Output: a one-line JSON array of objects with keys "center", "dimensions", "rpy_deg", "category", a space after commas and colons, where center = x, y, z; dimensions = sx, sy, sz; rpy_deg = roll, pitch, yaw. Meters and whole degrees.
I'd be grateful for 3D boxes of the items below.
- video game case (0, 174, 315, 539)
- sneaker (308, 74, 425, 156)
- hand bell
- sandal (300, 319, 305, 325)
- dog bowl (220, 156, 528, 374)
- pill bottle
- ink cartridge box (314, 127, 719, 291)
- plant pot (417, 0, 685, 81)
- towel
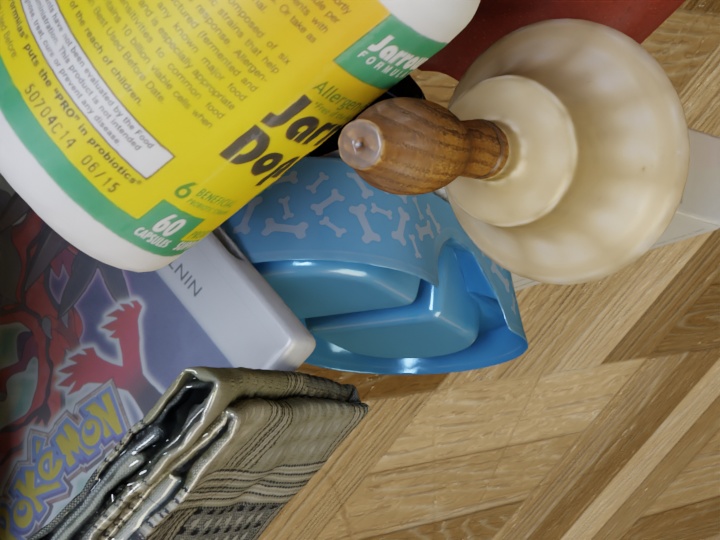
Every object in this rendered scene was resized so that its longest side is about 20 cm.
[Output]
[{"center": [-0.138, 0.037, 0.950], "dimensions": [0.200, 0.182, 0.023], "rpy_deg": [-48, 155, 15], "category": "video game case"}, {"center": [-0.020, -0.086, 1.060], "dimensions": [0.070, 0.078, 0.200], "rpy_deg": [-48, 158, 15], "category": "sneaker"}, {"center": [0.040, -0.041, 0.820], "dimensions": [0.104, 0.104, 0.200], "rpy_deg": [-50, 164, 18], "category": "hand bell"}, {"center": [-0.031, -0.023, 1.142], "dimensions": [0.081, 0.055, 0.200], "rpy_deg": [-18, -161, 38], "category": "sandal"}, {"center": [0.000, 0.000, 1.011], "dimensions": [0.111, 0.050, 0.200], "rpy_deg": [-7, 163, 26], "category": "dog bowl"}, {"center": [-0.031, -0.099, 0.771], "dimensions": [0.200, 0.113, 0.113], "rpy_deg": [-38, 160, 17], "category": "pill bottle"}, {"center": [0.040, -0.041, 1.041], "dimensions": [0.199, 0.057, 0.162], "rpy_deg": [19, 156, -36], "category": "ink cartridge box"}, {"center": [0.090, -0.181, 0.941], "dimensions": [0.200, 0.201, 0.195], "rpy_deg": [-19, 157, -43], "category": "plant pot"}, {"center": [-0.084, 0.115, 0.877], "dimensions": [0.193, 0.035, 0.200], "rpy_deg": [-47, 165, 8], "category": "towel"}]
